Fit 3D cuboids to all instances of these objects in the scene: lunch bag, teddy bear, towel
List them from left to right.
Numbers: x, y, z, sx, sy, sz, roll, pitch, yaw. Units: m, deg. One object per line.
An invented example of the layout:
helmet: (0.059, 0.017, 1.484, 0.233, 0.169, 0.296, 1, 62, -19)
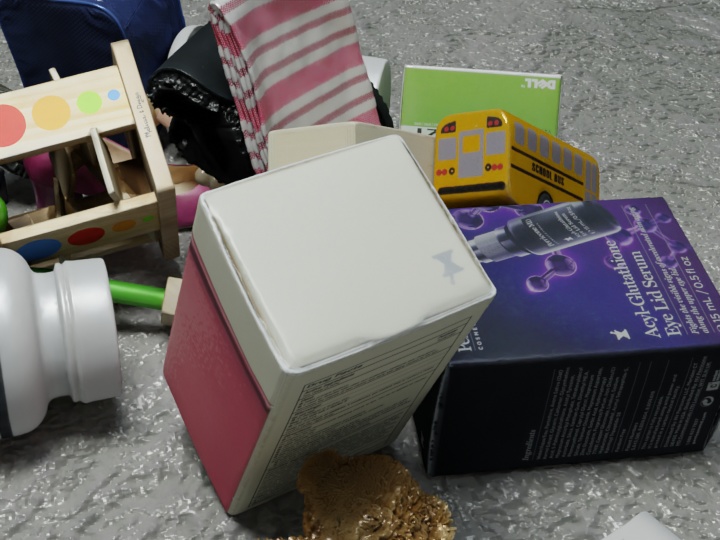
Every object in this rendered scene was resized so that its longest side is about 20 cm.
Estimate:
lunch bag: (-0.236, -0.215, 1.035, 0.133, 0.202, 0.134, 13, 52, 12)
towel: (-0.032, -0.122, 0.812, 0.029, 0.203, 0.146, 1, 28, 35)
teddy bear: (-0.015, 0.189, 0.562, 0.142, 0.068, 0.202, -7, 40, 3)

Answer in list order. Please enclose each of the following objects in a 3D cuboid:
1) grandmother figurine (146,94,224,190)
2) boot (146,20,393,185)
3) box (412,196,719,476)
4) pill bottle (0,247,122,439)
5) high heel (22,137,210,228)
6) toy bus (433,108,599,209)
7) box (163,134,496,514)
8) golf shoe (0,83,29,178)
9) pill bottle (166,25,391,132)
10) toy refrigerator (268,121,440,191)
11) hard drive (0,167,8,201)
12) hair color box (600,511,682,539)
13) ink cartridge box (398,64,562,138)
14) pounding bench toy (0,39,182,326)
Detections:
grandmother figurine: (-0.089, -0.092, 0.931, 0.199, 0.061, 0.121, 40, 58, 12)
boot: (-0.066, -0.117, 0.858, 0.076, 0.200, 0.170, -21, 33, 37)
box: (0.127, 0.040, 0.732, 0.196, 0.106, 0.149, -4, 42, -11)
pill bottle: (-0.256, 0.049, 0.693, 0.196, 0.121, 0.120, -8, 34, -17)
high heel: (-0.183, -0.092, 0.933, 0.196, 0.097, 0.068, -1, 32, -5)
toy bus: (0.132, -0.059, 0.842, 0.064, 0.080, 0.199, -4, -9, 35)
box: (-0.029, 0.037, 0.629, 0.126, 0.201, 0.110, -19, 66, -26)
golf shoe: (-0.336, -0.127, 0.915, 0.094, 0.079, 0.199, 31, 9, 35)
pill bottle: (-0.075, -0.161, 1.030, 0.196, 0.116, 0.115, 8, 33, 9)
toy refrigerator: (0.022, -0.061, 0.804, 0.075, 0.071, 0.199, -1, 0, 33)
hard drive: (-0.414, -0.054, 0.913, 0.138, 0.038, 0.200, 21, 38, 26)
hair color box: (0.174, 0.215, 0.525, 0.099, 0.061, 0.199, -20, 40, -31)
ink cartridge box: (0.107, -0.142, 0.976, 0.145, 0.077, 0.200, 5, 4, 3)
pounding bench toy: (-0.214, -0.035, 0.804, 0.153, 0.125, 0.203, -17, 72, -14)
